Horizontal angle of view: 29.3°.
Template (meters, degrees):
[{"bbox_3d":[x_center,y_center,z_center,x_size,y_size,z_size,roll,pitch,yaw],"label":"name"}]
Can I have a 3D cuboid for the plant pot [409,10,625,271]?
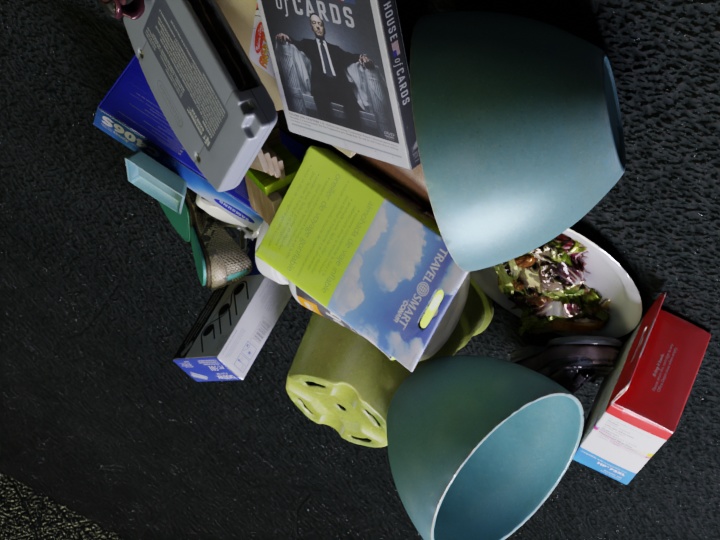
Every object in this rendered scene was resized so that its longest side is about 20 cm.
[{"bbox_3d":[0.130,-0.110,1.058,0.133,0.202,0.201,-9,139,18],"label":"plant pot"}]

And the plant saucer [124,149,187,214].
[{"bbox_3d":[-0.209,-0.091,1.424,0.069,0.019,0.200,34,172,-6],"label":"plant saucer"}]

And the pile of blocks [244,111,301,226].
[{"bbox_3d":[-0.090,-0.137,1.307,0.082,0.062,0.202,26,140,60],"label":"pile of blocks"}]

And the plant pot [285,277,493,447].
[{"bbox_3d":[0.016,0.078,1.477,0.198,0.185,0.201,24,153,13],"label":"plant pot"}]

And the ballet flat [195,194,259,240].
[{"bbox_3d":[-0.170,-0.106,1.489,0.199,0.072,0.072,37,153,-11],"label":"ballet flat"}]

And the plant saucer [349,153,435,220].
[{"bbox_3d":[0.054,-0.078,1.267,0.200,0.037,0.201,38,170,8],"label":"plant saucer"}]

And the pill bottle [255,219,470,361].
[{"bbox_3d":[0.000,0.000,1.359,0.198,0.117,0.117,25,154,26],"label":"pill bottle"}]

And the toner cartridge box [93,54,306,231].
[{"bbox_3d":[-0.162,-0.136,1.395,0.199,0.096,0.043,34,155,-5],"label":"toner cartridge box"}]

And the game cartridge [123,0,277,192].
[{"bbox_3d":[-0.149,-0.180,1.252,0.202,0.041,0.133,61,152,13],"label":"game cartridge"}]

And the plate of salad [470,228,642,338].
[{"bbox_3d":[0.179,0.015,1.350,0.198,0.048,0.201,25,153,13],"label":"plate of salad"}]

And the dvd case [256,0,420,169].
[{"bbox_3d":[-0.023,-0.189,1.131,0.149,0.025,0.202,22,138,40],"label":"dvd case"}]

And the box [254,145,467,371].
[{"bbox_3d":[0.008,-0.012,1.261,0.199,0.123,0.047,36,-164,24],"label":"box"}]

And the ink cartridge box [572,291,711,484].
[{"bbox_3d":[0.278,0.118,1.346,0.067,0.117,0.201,25,154,6],"label":"ink cartridge box"}]

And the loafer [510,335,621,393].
[{"bbox_3d":[0.212,0.106,1.421,0.071,0.064,0.200,6,170,-16],"label":"loafer"}]

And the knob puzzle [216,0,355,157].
[{"bbox_3d":[-0.059,-0.219,1.198,0.218,0.030,0.221,30,142,27],"label":"knob puzzle"}]

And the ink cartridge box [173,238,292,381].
[{"bbox_3d":[-0.121,0.028,1.515,0.044,0.201,0.093,44,151,-27],"label":"ink cartridge box"}]

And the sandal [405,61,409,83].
[{"bbox_3d":[0.059,-0.145,1.198,0.075,0.045,0.200,43,175,12],"label":"sandal"}]

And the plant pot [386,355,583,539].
[{"bbox_3d":[0.102,0.163,1.356,0.135,0.200,0.201,41,163,34],"label":"plant pot"}]

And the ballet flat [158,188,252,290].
[{"bbox_3d":[-0.171,-0.051,1.551,0.201,0.074,0.068,-124,30,-44],"label":"ballet flat"}]

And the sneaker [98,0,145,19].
[{"bbox_3d":[-0.223,-0.290,1.175,0.116,0.075,0.200,52,174,27],"label":"sneaker"}]
